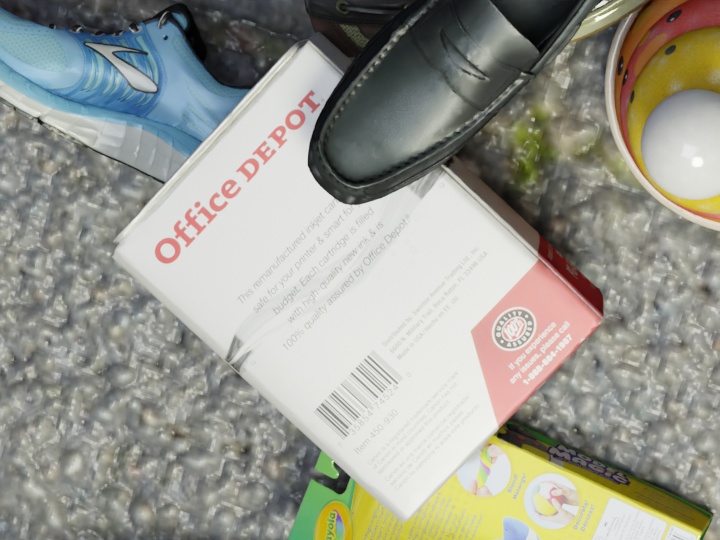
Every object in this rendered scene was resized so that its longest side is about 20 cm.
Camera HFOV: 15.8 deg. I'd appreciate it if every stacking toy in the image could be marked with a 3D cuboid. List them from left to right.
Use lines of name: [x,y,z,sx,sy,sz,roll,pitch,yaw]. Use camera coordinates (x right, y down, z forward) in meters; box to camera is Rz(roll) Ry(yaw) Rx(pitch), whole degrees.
stacking toy: [0.171,-0.074,1.207,0.146,0.200,0.146,3,102,15]

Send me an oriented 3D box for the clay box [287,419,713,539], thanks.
clay box: [0.071,0.140,1.362,0.200,0.048,0.115,25,105,12]

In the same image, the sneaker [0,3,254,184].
sneaker: [-0.123,-0.104,1.367,0.200,0.078,0.090,25,92,4]

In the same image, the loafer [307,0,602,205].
loafer: [0.054,-0.110,1.202,0.201,0.070,0.068,-43,88,-7]

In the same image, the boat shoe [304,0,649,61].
boat shoe: [0.063,-0.146,1.284,0.200,0.073,0.065,-18,128,19]

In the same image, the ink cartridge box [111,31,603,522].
ink cartridge box: [0.000,0.000,1.283,0.200,0.083,0.147,43,100,-3]
